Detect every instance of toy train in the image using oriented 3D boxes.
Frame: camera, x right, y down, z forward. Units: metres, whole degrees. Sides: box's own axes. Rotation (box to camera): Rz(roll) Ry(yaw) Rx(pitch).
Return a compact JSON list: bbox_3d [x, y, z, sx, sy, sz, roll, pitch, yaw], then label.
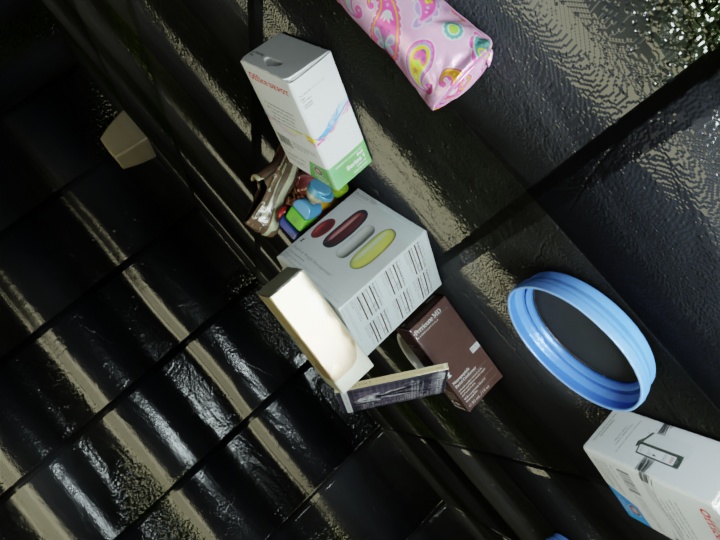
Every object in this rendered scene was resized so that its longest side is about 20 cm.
[{"bbox_3d":[-0.060,-0.130,1.133,0.085,0.199,0.116,46,125,11],"label":"toy train"}]

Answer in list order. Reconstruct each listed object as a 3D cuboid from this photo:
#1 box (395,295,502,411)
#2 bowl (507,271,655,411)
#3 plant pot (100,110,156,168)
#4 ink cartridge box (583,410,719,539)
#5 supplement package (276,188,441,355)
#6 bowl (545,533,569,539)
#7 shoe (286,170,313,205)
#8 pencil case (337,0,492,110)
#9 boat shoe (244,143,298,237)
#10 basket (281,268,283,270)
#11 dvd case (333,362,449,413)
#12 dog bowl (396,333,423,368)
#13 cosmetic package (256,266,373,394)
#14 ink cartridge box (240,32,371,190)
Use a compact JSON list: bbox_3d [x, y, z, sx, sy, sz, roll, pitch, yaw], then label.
[{"bbox_3d":[0.169,0.155,1.127,0.201,0.100,0.075,51,165,-10],"label":"box"},{"bbox_3d":[0.273,0.085,0.743,0.201,0.039,0.201,45,164,16],"label":"bowl"},{"bbox_3d":[-1.169,-0.632,2.964,0.200,0.177,0.200,47,164,8],"label":"plant pot"},{"bbox_3d":[0.407,0.275,0.751,0.147,0.084,0.199,54,164,-16],"label":"ink cartridge box"},{"bbox_3d":[0.000,0.000,1.048,0.191,0.200,0.148,35,159,40],"label":"supplement package"},{"bbox_3d":[0.575,0.780,1.567,0.201,0.039,0.201,46,165,16],"label":"bowl"},{"bbox_3d":[-0.133,-0.159,1.211,0.199,0.091,0.072,1,122,58],"label":"shoe"},{"bbox_3d":[0.039,-0.251,0.565,0.201,0.087,0.087,50,165,2],"label":"pencil case"},{"bbox_3d":[-0.170,-0.171,1.137,0.074,0.206,0.074,20,166,-30],"label":"boat shoe"},{"bbox_3d":[-0.098,0.025,1.540,0.201,0.123,0.135,52,164,-7],"label":"basket"},{"bbox_3d":[0.056,0.212,1.059,0.149,0.196,0.016,80,177,-63],"label":"dvd case"},{"bbox_3d":[0.159,0.188,1.317,0.200,0.059,0.201,45,164,16],"label":"dog bowl"},{"bbox_3d":[-0.075,0.095,0.968,0.201,0.071,0.105,54,164,-14],"label":"cosmetic package"},{"bbox_3d":[-0.081,-0.244,0.917,0.144,0.084,0.201,36,160,41],"label":"ink cartridge box"}]
